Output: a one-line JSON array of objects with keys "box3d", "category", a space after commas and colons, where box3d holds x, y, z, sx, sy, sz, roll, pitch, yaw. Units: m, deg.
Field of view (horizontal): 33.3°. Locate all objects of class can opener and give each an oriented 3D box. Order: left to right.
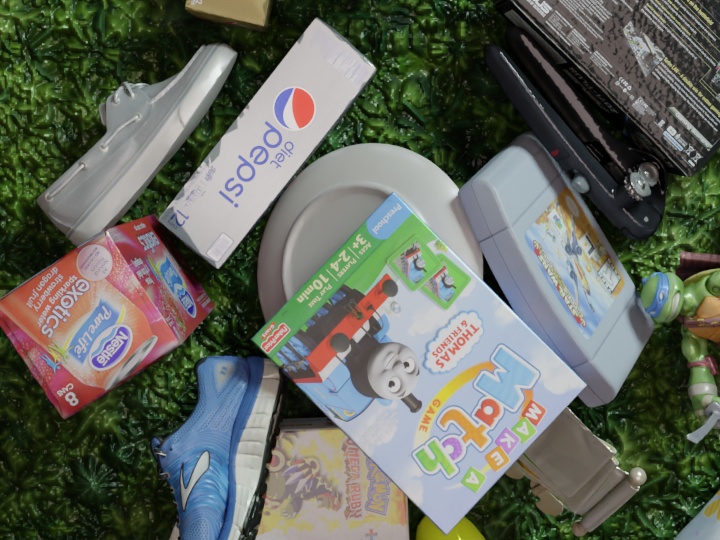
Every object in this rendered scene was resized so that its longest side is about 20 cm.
[{"box3d": [0.166, -0.103, 0.939, 0.200, 0.078, 0.063, 47, 58, -11], "category": "can opener"}]

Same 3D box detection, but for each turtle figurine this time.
[{"box3d": [0.320, 0.062, 0.920, 0.192, 0.200, 0.145, 9, 92, -14], "category": "turtle figurine"}]

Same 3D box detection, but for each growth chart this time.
[{"box3d": [0.135, 0.124, 0.957, 0.200, 0.145, 0.018, 47, 58, 4], "category": "growth chart"}]

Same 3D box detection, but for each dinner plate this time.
[{"box3d": [0.000, 0.000, 0.940, 0.198, 0.024, 0.202, -1, 88, 26], "category": "dinner plate"}]

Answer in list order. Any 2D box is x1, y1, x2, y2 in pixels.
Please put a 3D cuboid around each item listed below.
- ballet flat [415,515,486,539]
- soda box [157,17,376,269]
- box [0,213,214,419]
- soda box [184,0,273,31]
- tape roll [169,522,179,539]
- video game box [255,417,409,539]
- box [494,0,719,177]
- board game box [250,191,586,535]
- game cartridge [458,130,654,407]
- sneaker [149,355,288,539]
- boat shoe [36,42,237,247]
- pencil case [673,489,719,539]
[{"box3d": [0.097, 0.299, 1.006, 0.066, 0.067, 0.202, -16, 97, 1], "category": "ballet flat"}, {"box3d": [-0.072, -0.100, 0.949, 0.063, 0.068, 0.200, 38, 95, -5], "category": "soda box"}, {"box3d": [-0.184, 0.027, 0.896, 0.099, 0.200, 0.096, -32, 95, 3], "category": "box"}, {"box3d": [-0.083, -0.290, 0.923, 0.063, 0.068, 0.202, 11, 97, -4], "category": "soda box"}, {"box3d": [-0.062, 0.243, 1.009, 0.201, 0.037, 0.205, 0, 97, -1], "category": "tape roll"}, {"box3d": [-0.050, 0.220, 0.966, 0.180, 0.047, 0.202, -3, 96, -3], "category": "video game box"}, {"box3d": [0.232, -0.200, 0.934, 0.200, 0.086, 0.164, 42, 95, -6], "category": "box"}, {"box3d": [0.042, 0.067, 0.880, 0.200, 0.037, 0.151, 44, 87, 0], "category": "board game box"}, {"box3d": [0.156, -0.001, 0.940, 0.041, 0.133, 0.201, -27, 99, 33], "category": "game cartridge"}, {"box3d": [-0.117, 0.159, 0.904, 0.088, 0.079, 0.202, 12, 81, 6], "category": "sneaker"}, {"box3d": [-0.179, -0.110, 0.950, 0.068, 0.072, 0.200, 40, 104, -6], "category": "boat shoe"}, {"box3d": [0.334, 0.212, 0.994, 0.090, 0.083, 0.200, 37, 95, -13], "category": "pencil case"}]
